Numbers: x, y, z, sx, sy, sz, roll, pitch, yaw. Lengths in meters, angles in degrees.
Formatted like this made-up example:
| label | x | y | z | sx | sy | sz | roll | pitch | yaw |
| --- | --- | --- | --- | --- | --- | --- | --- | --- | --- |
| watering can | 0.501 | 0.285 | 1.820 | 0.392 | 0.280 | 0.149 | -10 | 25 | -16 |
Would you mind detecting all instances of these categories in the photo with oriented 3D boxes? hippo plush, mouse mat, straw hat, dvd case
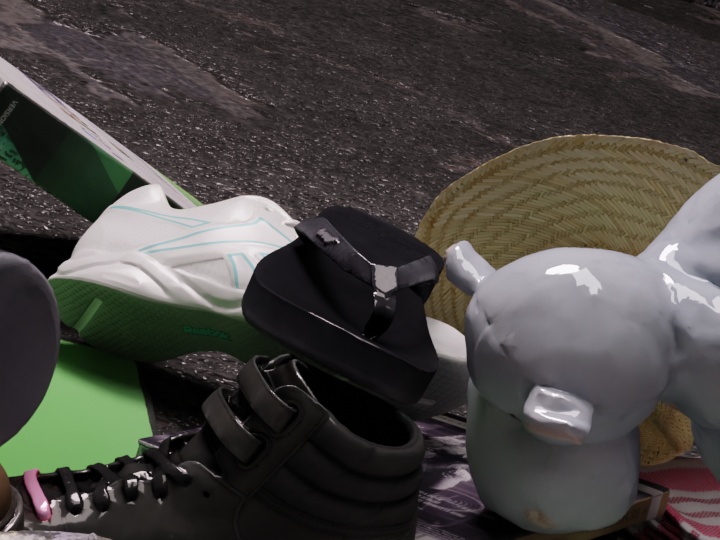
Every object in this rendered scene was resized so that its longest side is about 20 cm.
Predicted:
| label | x | y | z | sx | sy | sz | roll | pitch | yaw |
| --- | --- | --- | --- | --- | --- | --- | --- | --- | --- |
| hippo plush | 0.123 | 0.040 | 0.797 | 0.160 | 0.201 | 0.159 | -17 | 47 | -24 |
| mouse mat | -0.158 | 0.054 | 0.871 | 0.160 | 0.008 | 0.200 | 13 | 14 | -14 |
| straw hat | 0.112 | 0.040 | 0.956 | 0.200 | 0.201 | 0.085 | 14 | 44 | -12 |
| dvd case | 0.022 | 0.088 | 0.890 | 0.148 | 0.016 | 0.200 | 17 | 12 | 30 |

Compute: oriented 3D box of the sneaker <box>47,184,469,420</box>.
| label | x | y | z | sx | sy | sz | roll | pitch | yaw |
| --- | --- | --- | --- | --- | --- | --- | --- | --- | --- |
| sneaker | -0.037 | 0.007 | 0.941 | 0.199 | 0.071 | 0.080 | 16 | 55 | 17 |

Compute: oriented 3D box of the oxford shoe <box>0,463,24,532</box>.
| label | x | y | z | sx | sy | sz | roll | pitch | yaw |
| --- | --- | --- | --- | --- | --- | --- | --- | --- | --- |
| oxford shoe | -0.199 | 0.052 | 0.648 | 0.199 | 0.085 | 0.073 | 9 | 25 | -11 |

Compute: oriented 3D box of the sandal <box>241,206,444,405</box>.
| label | x | y | z | sx | sy | sz | roll | pitch | yaw |
| --- | --- | --- | --- | --- | --- | --- | --- | --- | --- |
| sandal | -0.001 | 0.000 | 0.830 | 0.076 | 0.043 | 0.200 | 25 | 15 | -4 |

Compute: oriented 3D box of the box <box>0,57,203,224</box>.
| label | x | y | z | sx | sy | sz | roll | pitch | yaw |
| --- | --- | --- | --- | --- | --- | --- | --- | --- | --- |
| box | -0.133 | -0.049 | 1.066 | 0.200 | 0.036 | 0.144 | 35 | 2 | -34 |

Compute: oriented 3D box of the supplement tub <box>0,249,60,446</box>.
| label | x | y | z | sx | sy | sz | roll | pitch | yaw |
| --- | --- | --- | --- | --- | --- | --- | --- | --- | --- |
| supplement tub | -0.200 | 0.006 | 0.757 | 0.199 | 0.108 | 0.107 | 17 | 12 | 35 |

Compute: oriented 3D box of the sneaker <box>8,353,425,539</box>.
| label | x | y | z | sx | sy | sz | roll | pitch | yaw |
| --- | --- | --- | --- | --- | --- | --- | --- | --- | --- |
| sneaker | -0.067 | 0.070 | 0.733 | 0.199 | 0.100 | 0.071 | 10 | 18 | -19 |

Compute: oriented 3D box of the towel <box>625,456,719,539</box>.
| label | x | y | z | sx | sy | sz | roll | pitch | yaw |
| --- | --- | --- | --- | --- | --- | --- | --- | --- | --- |
| towel | 0.200 | 0.125 | 0.966 | 0.146 | 0.030 | 0.200 | 7 | 18 | -36 |

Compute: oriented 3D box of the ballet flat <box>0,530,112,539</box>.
| label | x | y | z | sx | sy | sz | roll | pitch | yaw |
| --- | --- | --- | --- | --- | --- | --- | --- | --- | --- |
| ballet flat | -0.143 | 0.112 | 0.592 | 0.072 | 0.072 | 0.200 | 28 | 18 | 36 |
